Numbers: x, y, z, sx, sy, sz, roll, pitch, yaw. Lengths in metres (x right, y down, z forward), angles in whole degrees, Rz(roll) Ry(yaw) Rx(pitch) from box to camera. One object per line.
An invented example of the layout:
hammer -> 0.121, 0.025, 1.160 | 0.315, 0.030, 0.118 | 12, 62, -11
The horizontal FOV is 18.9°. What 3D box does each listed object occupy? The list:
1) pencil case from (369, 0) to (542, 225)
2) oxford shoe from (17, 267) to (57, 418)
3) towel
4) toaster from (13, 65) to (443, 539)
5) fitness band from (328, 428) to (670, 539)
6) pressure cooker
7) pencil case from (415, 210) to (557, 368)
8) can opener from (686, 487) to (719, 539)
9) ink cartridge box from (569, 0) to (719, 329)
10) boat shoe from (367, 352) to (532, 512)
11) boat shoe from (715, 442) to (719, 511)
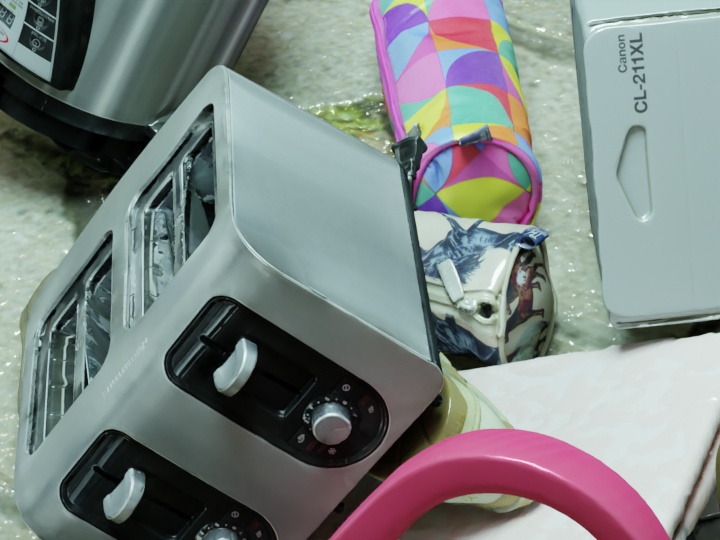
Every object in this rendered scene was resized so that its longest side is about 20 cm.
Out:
pencil case -> 0.050, -0.099, 1.215 | 0.087, 0.089, 0.201 | -8, 40, 1
oxford shoe -> -0.131, 0.081, 1.082 | 0.075, 0.070, 0.201 | -37, 44, 27
towel -> 0.070, 0.099, 0.973 | 0.199, 0.032, 0.191 | -10, 29, 32
toaster -> -0.058, 0.026, 0.970 | 0.118, 0.181, 0.201 | 30, 28, -23
fitness band -> 0.046, 0.151, 0.875 | 0.144, 0.200, 0.037 | 46, 33, 8
pressure cooker -> -0.142, -0.160, 1.239 | 0.177, 0.201, 0.177 | 21, 33, -17
pencil case -> 0.000, 0.000, 1.114 | 0.198, 0.089, 0.079 | 11, 85, 20
can opener -> 0.134, 0.111, 0.985 | 0.198, 0.067, 0.054 | -13, 42, -4
ink cartridge box -> 0.151, -0.070, 1.066 | 0.082, 0.147, 0.200 | -5, 15, 5
boat shoe -> 0.018, 0.065, 0.999 | 0.074, 0.063, 0.200 | -62, 23, -3
boat shoe -> 0.219, 0.145, 0.900 | 0.064, 0.073, 0.201 | -20, 77, -38
